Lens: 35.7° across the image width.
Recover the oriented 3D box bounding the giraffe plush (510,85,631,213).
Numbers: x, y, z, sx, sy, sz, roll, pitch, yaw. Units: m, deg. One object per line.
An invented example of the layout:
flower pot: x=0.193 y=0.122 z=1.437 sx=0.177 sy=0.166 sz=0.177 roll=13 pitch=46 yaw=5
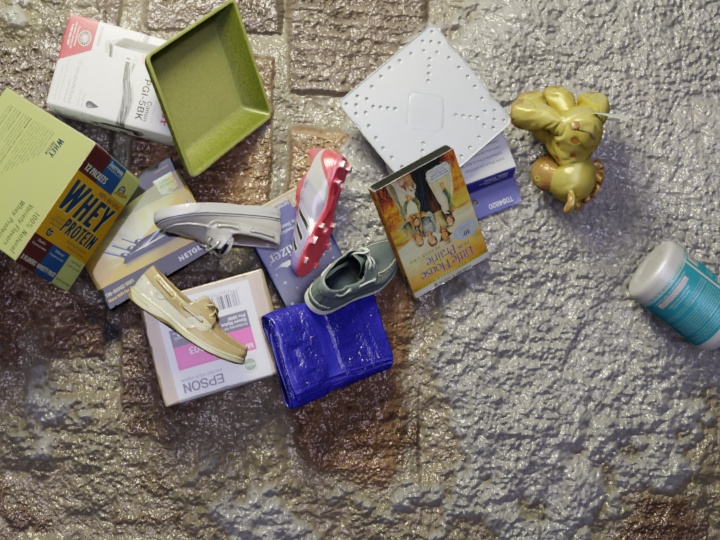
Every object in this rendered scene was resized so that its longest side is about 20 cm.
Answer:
giraffe plush: x=0.329 y=-0.185 z=1.766 sx=0.171 sy=0.199 sz=0.164 roll=-19 pitch=123 yaw=-35

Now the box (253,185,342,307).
box: x=-0.093 y=-0.021 z=1.759 sx=0.120 sy=0.032 sz=0.202 roll=-28 pitch=91 yaw=-8

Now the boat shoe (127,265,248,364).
boat shoe: x=-0.243 y=0.066 z=1.638 sx=0.199 sy=0.074 sz=0.067 roll=33 pitch=89 yaw=-4

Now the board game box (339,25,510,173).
board game box: x=0.101 y=-0.247 z=1.758 sx=0.200 sy=0.026 sz=0.200 roll=-40 pitch=91 yaw=-6

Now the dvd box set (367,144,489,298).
dvd box set: x=0.109 y=-0.074 z=1.739 sx=0.145 sy=0.029 sz=0.202 roll=-28 pitch=119 yaw=-11

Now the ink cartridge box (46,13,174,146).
ink cartridge box: x=-0.361 y=-0.290 z=1.715 sx=0.198 sy=0.083 sz=0.149 roll=14 pitch=85 yaw=-6

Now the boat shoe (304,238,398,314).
boat shoe: x=0.000 y=0.000 z=1.717 sx=0.199 sy=0.062 sz=0.073 roll=-32 pitch=75 yaw=-36

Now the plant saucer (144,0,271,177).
plant saucer: x=-0.237 y=-0.275 z=1.683 sx=0.200 sy=0.047 sz=0.202 roll=-44 pitch=130 yaw=-38

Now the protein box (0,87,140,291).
protein box: x=-0.470 y=-0.117 z=1.626 sx=0.199 sy=0.135 sz=0.200 roll=30 pitch=83 yaw=26

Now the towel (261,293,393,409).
towel: x=-0.044 y=0.110 z=1.708 sx=0.198 sy=0.049 sz=0.149 roll=-19 pitch=94 yaw=-33

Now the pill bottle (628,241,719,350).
pill bottle: x=0.538 y=0.053 z=1.793 sx=0.199 sy=0.111 sz=0.111 roll=37 pitch=83 yaw=-3

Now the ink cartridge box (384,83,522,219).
ink cartridge box: x=0.143 y=-0.172 z=1.792 sx=0.198 sy=0.041 sz=0.202 roll=-21 pitch=89 yaw=-8

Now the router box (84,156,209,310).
router box: x=-0.337 y=-0.056 z=1.719 sx=0.199 sy=0.052 sz=0.158 roll=-31 pitch=91 yaw=-8

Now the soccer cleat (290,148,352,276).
soccer cleat: x=-0.075 y=-0.091 z=1.727 sx=0.076 sy=0.067 sz=0.202 roll=18 pitch=87 yaw=25

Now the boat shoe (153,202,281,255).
boat shoe: x=-0.211 y=-0.058 z=1.679 sx=0.198 sy=0.071 sz=0.071 roll=2 pitch=75 yaw=-27

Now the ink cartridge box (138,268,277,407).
ink cartridge box: x=-0.224 y=0.103 z=1.713 sx=0.198 sy=0.075 sz=0.167 roll=-16 pitch=88 yaw=-9
